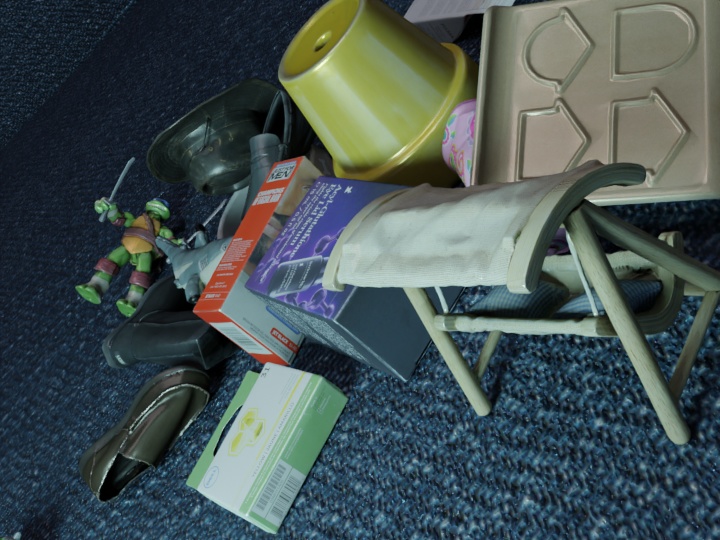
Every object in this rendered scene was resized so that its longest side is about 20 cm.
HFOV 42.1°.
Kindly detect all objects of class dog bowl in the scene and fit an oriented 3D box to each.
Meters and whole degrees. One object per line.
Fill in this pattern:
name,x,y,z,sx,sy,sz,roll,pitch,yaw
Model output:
dog bowl,-0.104,-0.081,1.189,0.199,0.059,0.202,-34,33,26

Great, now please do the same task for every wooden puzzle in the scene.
wooden puzzle,0.191,-0.131,0.730,0.197,0.046,0.188,0,69,19

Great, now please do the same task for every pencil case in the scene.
pencil case,0.136,-0.087,0.850,0.087,0.087,0.201,-44,30,11

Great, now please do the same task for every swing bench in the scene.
swing bench,0.116,0.008,0.648,0.198,0.200,0.131,1,56,53

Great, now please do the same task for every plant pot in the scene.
plant pot,0.018,-0.192,1.016,0.200,0.188,0.202,-34,33,27

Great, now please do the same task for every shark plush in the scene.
shark plush,-0.191,-0.017,1.164,0.199,0.090,0.085,23,110,60

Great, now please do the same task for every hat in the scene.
hat,-0.167,-0.149,1.193,0.200,0.200,0.081,-39,71,19

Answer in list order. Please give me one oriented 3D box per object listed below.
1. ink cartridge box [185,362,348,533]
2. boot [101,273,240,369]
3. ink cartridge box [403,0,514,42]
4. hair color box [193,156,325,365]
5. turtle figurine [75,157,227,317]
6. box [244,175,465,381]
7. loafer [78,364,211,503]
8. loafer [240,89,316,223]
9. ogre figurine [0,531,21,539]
ink cartridge box,-0.113,0.165,0.940,0.199,0.048,0.147,6,62,53
boot,-0.210,0.059,1.165,0.198,0.066,0.165,-10,34,43
ink cartridge box,0.158,-0.360,1.165,0.199,0.047,0.161,14,67,52
hair color box,-0.085,-0.011,1.032,0.063,0.111,0.202,-4,53,50
turtle figurine,-0.330,-0.045,1.372,0.199,0.143,0.196,-13,50,52
box,0.000,0.000,0.911,0.149,0.104,0.199,-57,30,-13
loafer,-0.238,0.193,1.067,0.200,0.073,0.072,-47,41,12
loafer,-0.107,-0.131,1.120,0.068,0.070,0.202,-20,42,42
ogre figurine,-0.426,0.388,1.078,0.120,0.098,0.201,-50,9,37
